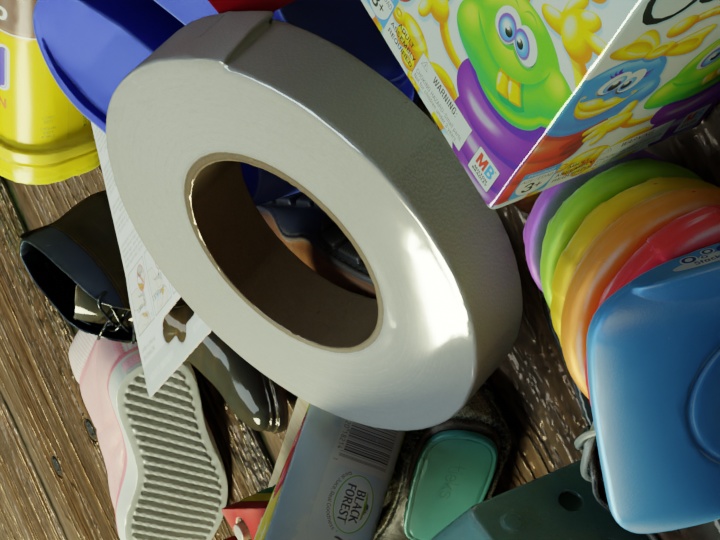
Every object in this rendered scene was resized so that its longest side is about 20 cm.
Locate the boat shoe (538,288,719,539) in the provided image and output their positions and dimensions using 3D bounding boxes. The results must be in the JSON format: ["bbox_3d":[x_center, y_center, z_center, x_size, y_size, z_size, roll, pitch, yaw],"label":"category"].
[{"bbox_3d":[0.122,0.067,0.802,0.200,0.064,0.071,54,150,28],"label":"boat shoe"}]

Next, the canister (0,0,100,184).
[{"bbox_3d":[-0.209,-0.175,1.228,0.149,0.086,0.200,49,146,34],"label":"canister"}]

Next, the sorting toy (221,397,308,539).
[{"bbox_3d":[-0.015,0.200,1.158,0.200,0.069,0.199,56,151,24],"label":"sorting toy"}]

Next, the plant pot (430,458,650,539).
[{"bbox_3d":[0.083,0.183,0.888,0.141,0.141,0.200,52,145,30],"label":"plant pot"}]

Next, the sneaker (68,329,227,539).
[{"bbox_3d":[-0.141,0.100,1.327,0.105,0.075,0.200,-125,24,-45],"label":"sneaker"}]

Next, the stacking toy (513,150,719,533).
[{"bbox_3d":[0.105,-0.004,0.766,0.200,0.116,0.110,-126,21,-56],"label":"stacking toy"}]

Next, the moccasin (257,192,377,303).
[{"bbox_3d":[-0.001,0.001,0.977,0.201,0.074,0.078,13,125,59],"label":"moccasin"}]

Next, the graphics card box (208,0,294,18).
[{"bbox_3d":[-0.079,-0.210,0.853,0.125,0.051,0.200,48,-158,-45],"label":"graphics card box"}]

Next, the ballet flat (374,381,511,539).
[{"bbox_3d":[0.032,0.127,1.019,0.075,0.068,0.200,-93,15,-55],"label":"ballet flat"}]

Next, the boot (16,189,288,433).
[{"bbox_3d":[-0.126,0.033,1.210,0.200,0.097,0.075,53,150,28],"label":"boot"}]

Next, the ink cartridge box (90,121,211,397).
[{"bbox_3d":[-0.098,-0.051,1.107,0.163,0.057,0.200,-45,60,61],"label":"ink cartridge box"}]

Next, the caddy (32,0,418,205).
[{"bbox_3d":[-0.061,-0.120,0.963,0.200,0.105,0.142,40,130,22],"label":"caddy"}]

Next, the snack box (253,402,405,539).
[{"bbox_3d":[-0.039,0.170,0.937,0.053,0.200,0.142,20,141,0],"label":"snack box"}]

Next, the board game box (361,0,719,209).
[{"bbox_3d":[0.091,-0.123,0.672,0.103,0.105,0.200,60,154,15],"label":"board game box"}]

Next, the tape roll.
[{"bbox_3d":[-0.023,-0.018,0.856,0.203,0.037,0.203,30,147,22],"label":"tape roll"}]
